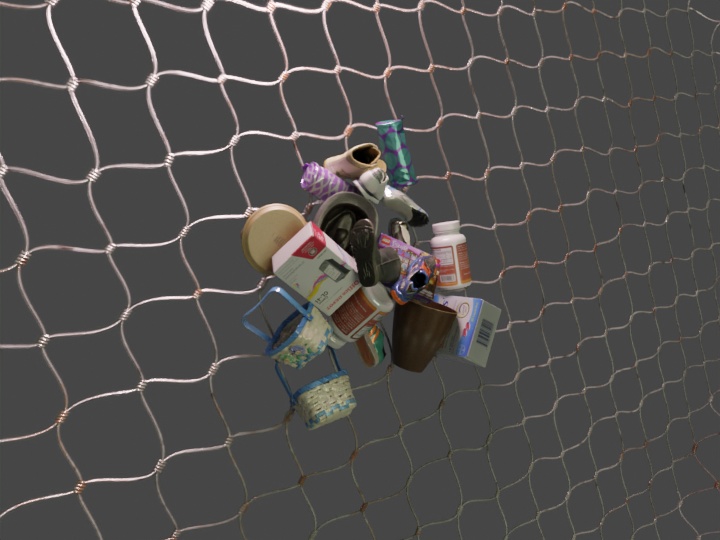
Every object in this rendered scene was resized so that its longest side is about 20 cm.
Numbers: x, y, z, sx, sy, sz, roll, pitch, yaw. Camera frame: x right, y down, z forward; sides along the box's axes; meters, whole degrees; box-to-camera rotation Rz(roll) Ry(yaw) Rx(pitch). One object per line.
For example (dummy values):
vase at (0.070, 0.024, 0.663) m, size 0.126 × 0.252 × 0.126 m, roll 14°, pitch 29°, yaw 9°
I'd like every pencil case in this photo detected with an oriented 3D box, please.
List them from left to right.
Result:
pencil case at (-0.069, -0.222, 1.684) m, size 0.199 × 0.084 × 0.086 m, roll 27°, pitch 38°, yaw -33°
pencil case at (0.108, -0.343, 1.796) m, size 0.092 × 0.085 × 0.201 m, roll -31°, pitch 110°, yaw -54°

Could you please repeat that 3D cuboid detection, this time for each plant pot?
plant pot at (0.167, 0.189, 1.804) m, size 0.186 × 0.187 × 0.201 m, roll 13°, pitch 97°, yaw -33°

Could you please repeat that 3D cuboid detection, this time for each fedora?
fedora at (-0.045, -0.106, 1.650) m, size 0.176 × 0.090 × 0.201 m, roll 15°, pitch 90°, yaw -10°

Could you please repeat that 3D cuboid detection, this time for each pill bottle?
pill bottle at (-0.016, 0.118, 1.644) m, size 0.112 × 0.200 × 0.112 m, roll 38°, pitch 26°, yaw -22°
pill bottle at (0.277, -0.048, 1.897) m, size 0.112 × 0.112 × 0.202 m, roll -13°, pitch 98°, yaw -33°

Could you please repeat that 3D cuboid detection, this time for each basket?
basket at (-0.182, 0.142, 1.540) m, size 0.200 × 0.176 × 0.139 m, roll 41°, pitch 41°, yaw -10°
basket at (-0.116, 0.306, 1.627) m, size 0.175 × 0.139 × 0.201 m, roll -14°, pitch 72°, yaw -30°

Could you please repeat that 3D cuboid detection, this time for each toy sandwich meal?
toy sandwich meal at (-0.217, -0.082, 1.596) m, size 0.204 × 0.070 × 0.207 m, roll -4°, pitch 100°, yaw -25°

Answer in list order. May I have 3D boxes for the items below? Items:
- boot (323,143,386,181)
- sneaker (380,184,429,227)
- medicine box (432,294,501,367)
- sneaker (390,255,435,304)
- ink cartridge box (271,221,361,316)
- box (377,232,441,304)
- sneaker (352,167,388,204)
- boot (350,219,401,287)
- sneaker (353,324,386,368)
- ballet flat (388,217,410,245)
boot at (0.019, -0.298, 1.692) m, size 0.199 × 0.155 × 0.073 m, roll 0°, pitch 83°, yaw -33°
sneaker at (0.136, -0.192, 1.832) m, size 0.199 × 0.072 × 0.073 m, roll 30°, pitch 42°, yaw -38°
medicine box at (0.300, 0.179, 1.862) m, size 0.103 × 0.199 × 0.183 m, roll 27°, pitch 76°, yaw -37°
sneaker at (0.161, 0.021, 1.660) m, size 0.075 × 0.078 × 0.200 m, roll 50°, pitch 45°, yaw -10°
ink cartridge box at (-0.105, -0.002, 1.553) m, size 0.148 × 0.086 × 0.200 m, roll -43°, pitch 118°, yaw 13°
box at (0.125, -0.005, 1.740) m, size 0.199 × 0.039 × 0.138 m, roll 23°, pitch 60°, yaw -11°
sneaker at (0.044, -0.237, 1.682) m, size 0.080 × 0.200 × 0.076 m, roll -43°, pitch 87°, yaw 11°
boot at (0.049, -0.046, 1.586) m, size 0.200 × 0.072 × 0.183 m, roll -17°, pitch 106°, yaw -61°
sneaker at (0.018, 0.174, 1.759) m, size 0.080 × 0.071 × 0.201 m, roll -24°, pitch 99°, yaw -51°
ballet flat at (0.122, -0.056, 1.819) m, size 0.072 × 0.072 × 0.202 m, roll -10°, pitch 96°, yaw -33°
